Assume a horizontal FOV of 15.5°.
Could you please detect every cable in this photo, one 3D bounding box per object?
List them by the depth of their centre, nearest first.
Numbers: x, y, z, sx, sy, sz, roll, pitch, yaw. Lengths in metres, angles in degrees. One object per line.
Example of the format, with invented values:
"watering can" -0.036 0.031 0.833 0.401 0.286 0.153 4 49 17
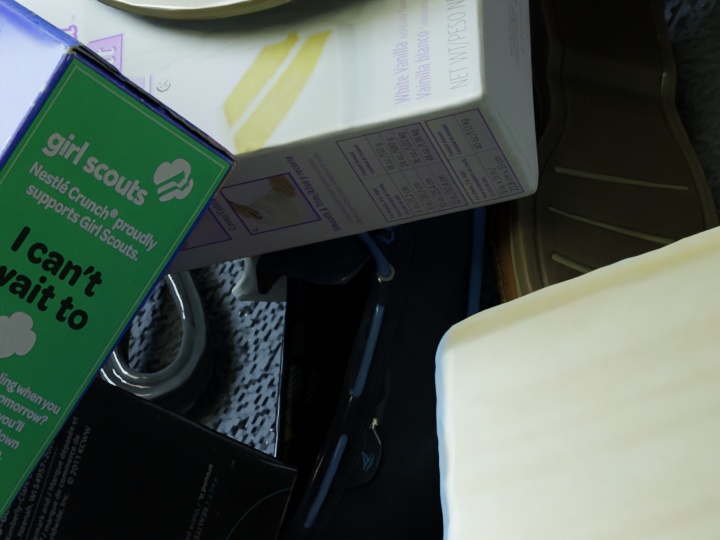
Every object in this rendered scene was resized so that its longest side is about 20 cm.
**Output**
"cable" -0.091 -0.024 1.060 0.097 0.050 0.201 -23 59 -13

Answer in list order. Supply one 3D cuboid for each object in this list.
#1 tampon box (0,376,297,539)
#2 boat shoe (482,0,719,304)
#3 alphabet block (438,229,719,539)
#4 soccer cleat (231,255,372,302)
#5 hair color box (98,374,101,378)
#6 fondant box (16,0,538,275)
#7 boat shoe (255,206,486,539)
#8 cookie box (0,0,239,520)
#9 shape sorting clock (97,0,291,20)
"tampon box" -0.150 0.101 0.869 0.199 0.126 0.151 7 74 43
"boat shoe" 0.075 -0.022 0.901 0.201 0.072 0.068 -83 17 -44
"alphabet block" 0.151 0.105 0.666 0.199 0.195 0.197 -19 53 24
"soccer cleat" -0.048 -0.061 0.998 0.086 0.070 0.200 -11 41 -23
"hair color box" -0.203 0.070 1.049 0.200 0.061 0.102 -39 46 9
"fondant box" -0.046 -0.078 0.864 0.199 0.058 0.145 -13 56 18
"boat shoe" 0.000 0.000 0.883 0.084 0.068 0.202 -21 69 60
"cookie box" -0.155 0.005 0.779 0.171 0.075 0.201 34 91 46
"shape sorting clock" -0.029 -0.168 0.852 0.199 0.039 0.201 -12 55 17
